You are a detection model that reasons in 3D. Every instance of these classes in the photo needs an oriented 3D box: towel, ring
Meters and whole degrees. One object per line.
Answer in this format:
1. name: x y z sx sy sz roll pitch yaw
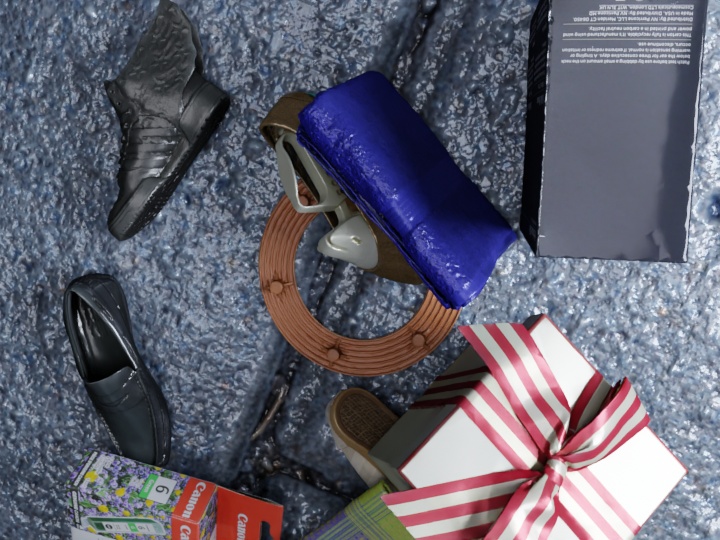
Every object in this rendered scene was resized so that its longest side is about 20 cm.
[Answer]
1. towel: 0.002 0.288 0.773 0.144 0.023 0.200 44 120 -4
2. ring: 0.000 0.000 0.769 0.197 0.019 0.204 1 98 8
3. towel: 0.040 -0.069 0.693 0.049 0.148 0.201 -39 91 31

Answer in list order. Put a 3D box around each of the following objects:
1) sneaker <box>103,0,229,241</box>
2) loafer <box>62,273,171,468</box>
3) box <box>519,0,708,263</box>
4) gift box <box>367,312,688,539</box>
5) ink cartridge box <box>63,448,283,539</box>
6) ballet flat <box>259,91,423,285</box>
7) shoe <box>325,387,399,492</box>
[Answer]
1. sneaker: -0.195 -0.135 0.761 0.104 0.060 0.201 38 96 1
2. loafer: -0.235 0.103 0.793 0.067 0.070 0.204 -16 96 11
3. box: 0.180 -0.110 0.633 0.102 0.200 0.185 3 99 7
4. gift box: 0.110 0.148 0.662 0.200 0.187 0.185 42 78 -2
5. ink cartridge box: -0.176 0.247 0.795 0.197 0.051 0.110 14 127 7
6. ballet flat: -0.021 -0.059 0.713 0.201 0.072 0.068 57 145 -1
7. shoe: 0.043 0.187 0.776 0.200 0.070 0.053 45 147 -3
